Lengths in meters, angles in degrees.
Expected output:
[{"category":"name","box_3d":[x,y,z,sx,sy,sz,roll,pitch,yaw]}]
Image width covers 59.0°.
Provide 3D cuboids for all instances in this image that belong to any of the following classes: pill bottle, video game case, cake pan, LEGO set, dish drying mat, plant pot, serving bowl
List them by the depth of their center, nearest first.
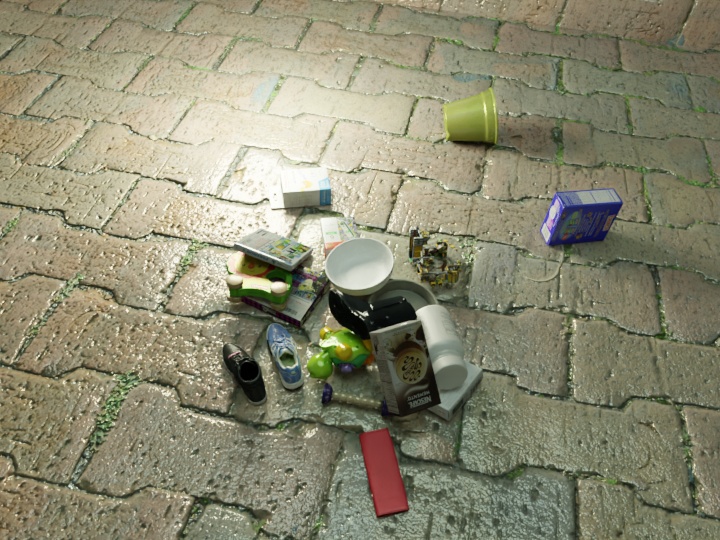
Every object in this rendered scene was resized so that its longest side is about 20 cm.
[{"category":"dish drying mat","box_3d":[0.052,0.460,1.459,0.076,0.018,0.202,-7,49,-10]},{"category":"pill bottle","box_3d":[0.199,0.193,1.600,0.113,0.116,0.201,-5,40,-9]},{"category":"cake pan","box_3d":[0.119,0.109,1.774,0.197,0.037,0.202,2,47,-2]},{"category":"video game case","box_3d":[-0.210,0.053,1.800,0.198,0.036,0.182,21,49,15]},{"category":"serving bowl","box_3d":[0.000,0.000,1.818,0.197,0.066,0.202,-4,46,5]},{"category":"video game case","box_3d":[-0.248,-0.063,1.844,0.180,0.022,0.200,21,19,7]},{"category":"LEGO set","box_3d":[0.214,-0.055,1.856,0.151,0.117,0.201,0,34,-1]},{"category":"plant pot","box_3d":[0.396,-0.551,2.322,0.181,0.202,0.202,-7,47,5]}]

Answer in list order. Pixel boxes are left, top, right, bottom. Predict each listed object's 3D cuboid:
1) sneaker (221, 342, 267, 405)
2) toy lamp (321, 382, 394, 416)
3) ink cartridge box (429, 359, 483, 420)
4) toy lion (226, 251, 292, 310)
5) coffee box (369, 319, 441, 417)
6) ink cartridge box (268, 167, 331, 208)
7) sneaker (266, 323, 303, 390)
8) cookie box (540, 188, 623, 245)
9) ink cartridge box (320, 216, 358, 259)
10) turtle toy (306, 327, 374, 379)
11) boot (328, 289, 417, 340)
[{"category":"sneaker","box_3d":[-0.293,0.231,1.587,0.070,0.100,0.200,-24,52,-22]},{"category":"toy lamp","box_3d":[0.005,0.318,1.558,0.197,0.059,0.059,10,47,4]},{"category":"ink cartridge box","box_3d":[0.190,0.273,1.633,0.198,0.058,0.162,22,48,35]},{"category":"toy lion","box_3d":[-0.282,0.012,1.773,0.197,0.069,0.193,10,39,4]},{"category":"coffee box","box_3d":[0.105,0.229,1.503,0.112,0.080,0.203,-14,89,-21]},{"category":"ink cartridge box","box_3d":[-0.201,-0.270,2.079,0.197,0.068,0.116,-6,48,-10]},{"category":"sneaker","box_3d":[-0.191,0.206,1.633,0.075,0.078,0.201,-17,49,-17]},{"category":"cookie box","box_3d":[0.686,-0.166,1.984,0.197,0.172,0.076,-5,50,-10]},{"category":"ink cartridge box","box_3d":[-0.057,-0.077,1.923,0.107,0.051,0.202,-4,47,-9]},{"category":"turtle toy","box_3d":[-0.046,0.209,1.622,0.198,0.102,0.146,-18,25,-21]},{"category":"boot","box_3d":[0.032,0.101,1.634,0.166,0.077,0.200,-12,31,-34]}]
